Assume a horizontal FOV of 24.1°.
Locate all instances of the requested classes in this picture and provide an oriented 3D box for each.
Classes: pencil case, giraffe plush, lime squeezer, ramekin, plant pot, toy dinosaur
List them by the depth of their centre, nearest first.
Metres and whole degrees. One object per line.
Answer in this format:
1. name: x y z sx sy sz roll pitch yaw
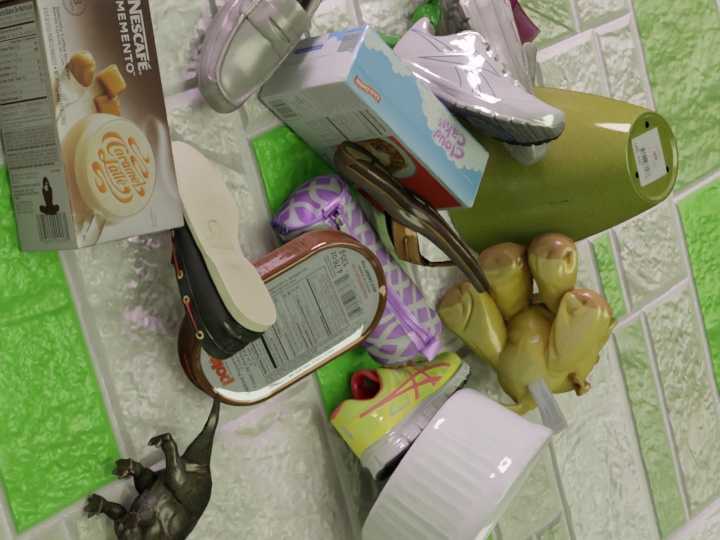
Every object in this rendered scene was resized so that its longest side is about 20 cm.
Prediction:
1. toy dinosaur: -0.166 0.198 1.426 0.102 0.077 0.201 51 49 -46
2. pencil case: 0.000 0.000 1.584 0.084 0.085 0.200 -52 124 -24
3. ramekin: 0.087 0.208 1.592 0.097 0.201 0.201 34 53 11
4. lime squeezer: 0.047 -0.253 1.691 0.071 0.038 0.200 44 53 2
5. plant pot: 0.217 -0.107 1.732 0.187 0.199 0.188 2 87 -46
6. giraffe plush: 0.195 0.071 1.750 0.162 0.172 0.201 10 67 -67

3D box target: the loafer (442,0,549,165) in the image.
1. loafer: 0.147 -0.202 1.666 0.069 0.070 0.201 -17 80 -20

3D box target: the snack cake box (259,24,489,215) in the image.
1. snack cake box: 0.016 -0.136 1.584 0.200 0.115 0.067 43 57 -36

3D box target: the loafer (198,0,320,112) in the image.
1. loafer: -0.081 -0.226 1.511 0.070 0.070 0.201 44 58 -35

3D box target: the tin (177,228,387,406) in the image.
1. tin: -0.066 0.041 1.492 0.199 0.042 0.112 -31 113 -16

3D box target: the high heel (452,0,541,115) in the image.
1. high heel: 0.098 -0.225 1.731 0.096 0.067 0.200 47 54 -6

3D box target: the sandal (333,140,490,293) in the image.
1. sandal: 0.041 -0.041 1.566 0.200 0.082 0.055 38 103 -28

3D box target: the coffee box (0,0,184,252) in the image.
1. coffee box: -0.223 -0.123 1.363 0.114 0.079 0.201 -14 98 -46

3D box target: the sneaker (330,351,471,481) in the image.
1. sneaker: 0.038 0.118 1.628 0.090 0.078 0.200 39 32 8

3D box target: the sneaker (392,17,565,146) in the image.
1. sneaker: 0.109 -0.181 1.600 0.087 0.199 0.075 -61 157 -6

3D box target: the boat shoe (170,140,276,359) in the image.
1. boat shoe: -0.134 -0.020 1.425 0.073 0.063 0.202 13 46 -48
